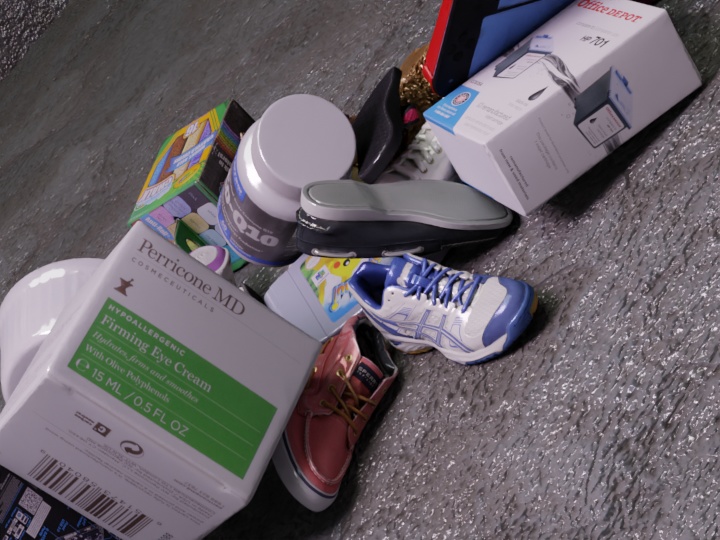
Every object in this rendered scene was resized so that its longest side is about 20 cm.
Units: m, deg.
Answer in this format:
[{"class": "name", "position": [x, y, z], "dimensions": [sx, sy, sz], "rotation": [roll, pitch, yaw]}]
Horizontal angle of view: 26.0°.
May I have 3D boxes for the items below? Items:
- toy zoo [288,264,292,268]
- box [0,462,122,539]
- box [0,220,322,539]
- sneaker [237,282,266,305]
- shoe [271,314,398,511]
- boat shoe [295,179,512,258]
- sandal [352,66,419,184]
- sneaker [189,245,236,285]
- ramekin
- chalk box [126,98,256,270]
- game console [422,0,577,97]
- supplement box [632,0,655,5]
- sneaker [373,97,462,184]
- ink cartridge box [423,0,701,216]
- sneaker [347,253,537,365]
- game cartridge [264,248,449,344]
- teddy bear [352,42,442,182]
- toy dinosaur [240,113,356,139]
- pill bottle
[{"class": "toy zoo", "position": [-0.002, -0.060, 1.634], "dimensions": [0.199, 0.020, 0.132], "rotation": [-17, 38, 45]}, {"class": "box", "position": [-0.271, 0.259, 1.380], "dimensions": [0.050, 0.198, 0.201], "rotation": [-19, 37, 43]}, {"class": "box", "position": [-0.178, 0.109, 1.328], "dimensions": [0.200, 0.198, 0.172], "rotation": [-41, 19, 51]}, {"class": "sneaker", "position": [-0.114, 0.081, 1.540], "dimensions": [0.088, 0.074, 0.200], "rotation": [-40, 26, 8]}, {"class": "shoe", "position": [-0.021, 0.116, 1.349], "dimensions": [0.091, 0.071, 0.200], "rotation": [-42, 21, 22]}, {"class": "boat shoe", "position": [0.038, -0.042, 1.404], "dimensions": [0.076, 0.198, 0.061], "rotation": [-105, 23, -56]}, {"class": "sandal", "position": [0.027, -0.132, 1.493], "dimensions": [0.075, 0.045, 0.200], "rotation": [-54, 17, 25]}, {"class": "sneaker", "position": [-0.159, 0.059, 1.618], "dimensions": [0.074, 0.100, 0.200], "rotation": [-7, 31, 15]}, {"class": "ramekin", "position": [-0.287, 0.094, 1.653], "dimensions": [0.200, 0.200, 0.098], "rotation": [-36, 35, 21]}, {"class": "chalk box", "position": [-0.174, -0.073, 1.796], "dimensions": [0.124, 0.125, 0.201], "rotation": [-26, 31, 35]}, {"class": "game console", "position": [0.151, -0.245, 1.409], "dimensions": [0.199, 0.031, 0.177], "rotation": [-21, -31, -30]}, {"class": "supplement box", "position": [0.208, -0.277, 1.552], "dimensions": [0.200, 0.086, 0.111], "rotation": [-38, 27, 18]}, {"class": "sneaker", "position": [0.072, -0.123, 1.472], "dimensions": [0.200, 0.085, 0.073], "rotation": [-38, 43, -22]}, {"class": "ink cartridge box", "position": [0.176, -0.151, 1.380], "dimensions": [0.200, 0.086, 0.146], "rotation": [-38, 25, -6]}, {"class": "sneaker", "position": [0.062, 0.027, 1.332], "dimensions": [0.199, 0.088, 0.076], "rotation": [-7, 47, 52]}, {"class": "game cartridge", "position": [0.000, 0.000, 1.501], "dimensions": [0.200, 0.040, 0.133], "rotation": [-45, 41, 7]}, {"class": "teddy bear", "position": [0.036, -0.140, 1.607], "dimensions": [0.145, 0.067, 0.201], "rotation": [-26, 28, 55]}, {"class": "toy dinosaur", "position": [-0.065, -0.120, 1.731], "dimensions": [0.135, 0.086, 0.201], "rotation": [-27, 30, 25]}, {"class": "pill bottle", "position": [-0.071, -0.086, 1.512], "dimensions": [0.114, 0.113, 0.200], "rotation": [-58, 1, -23]}]
